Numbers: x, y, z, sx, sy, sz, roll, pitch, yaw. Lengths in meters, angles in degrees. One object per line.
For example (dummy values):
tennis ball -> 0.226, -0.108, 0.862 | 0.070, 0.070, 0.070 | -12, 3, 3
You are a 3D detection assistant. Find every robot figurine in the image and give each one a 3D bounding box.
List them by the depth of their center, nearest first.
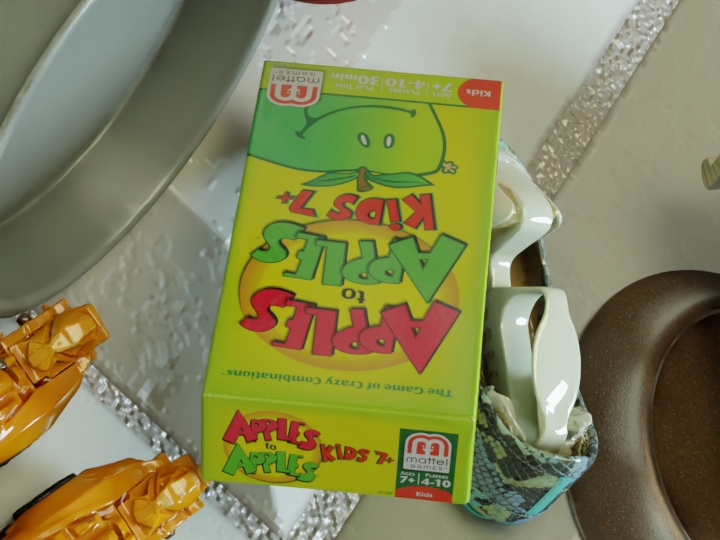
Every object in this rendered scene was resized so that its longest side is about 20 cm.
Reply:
robot figurine -> -0.153, 0.097, 1.080 | 0.200, 0.058, 0.145 | -38, 95, -41

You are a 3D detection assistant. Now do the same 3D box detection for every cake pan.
cake pan -> -0.097, -0.074, 1.119 | 0.037, 0.200, 0.200 | 35, 49, 13

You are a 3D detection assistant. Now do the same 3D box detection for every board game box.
board game box -> 0.000, 0.000, 1.178 | 0.101, 0.048, 0.200 | 5, 42, 2

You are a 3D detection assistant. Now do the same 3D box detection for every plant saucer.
plant saucer -> 0.178, 0.089, 1.341 | 0.200, 0.032, 0.201 | 16, 60, -30

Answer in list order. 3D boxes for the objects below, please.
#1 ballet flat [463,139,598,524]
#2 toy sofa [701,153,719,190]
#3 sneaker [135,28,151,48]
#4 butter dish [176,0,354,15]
ballet flat -> 0.062, 0.006, 1.272 | 0.074, 0.074, 0.200 | 0, 69, -36
toy sofa -> 0.213, 0.035, 1.329 | 0.083, 0.098, 0.200 | -7, 72, -12
sneaker -> -0.145, -0.173, 1.201 | 0.200, 0.075, 0.079 | 50, 48, -7
butter dish -> -0.040, -0.169, 1.228 | 0.199, 0.200, 0.148 | 37, 79, -16
